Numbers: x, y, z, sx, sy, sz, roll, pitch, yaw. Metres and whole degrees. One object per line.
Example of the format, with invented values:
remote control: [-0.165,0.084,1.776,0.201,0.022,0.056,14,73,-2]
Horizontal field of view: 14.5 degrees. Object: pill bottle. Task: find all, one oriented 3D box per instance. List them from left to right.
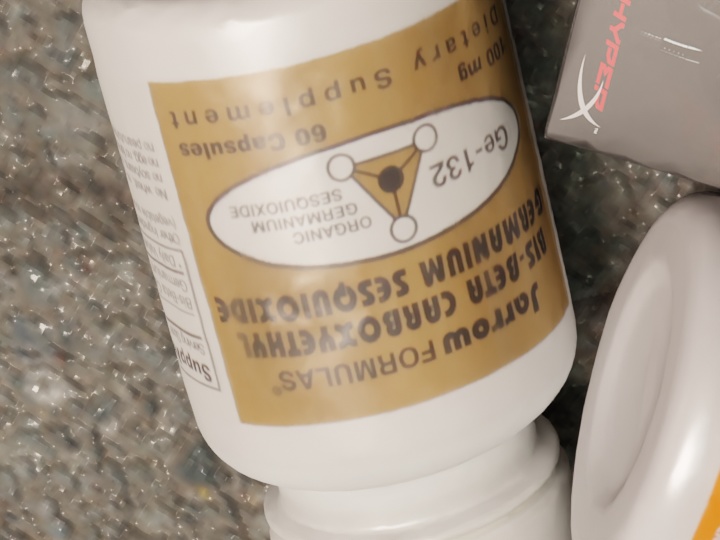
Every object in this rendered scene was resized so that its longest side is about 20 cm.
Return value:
pill bottle: [0.000,0.000,0.799,0.114,0.114,0.201,-7,112,18]
pill bottle: [0.166,0.055,0.769,0.199,0.113,0.114,14,118,-7]

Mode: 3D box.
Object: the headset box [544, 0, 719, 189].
headset box: [0.164,-0.084,0.737,0.199,0.075,0.149,17,117,7]
